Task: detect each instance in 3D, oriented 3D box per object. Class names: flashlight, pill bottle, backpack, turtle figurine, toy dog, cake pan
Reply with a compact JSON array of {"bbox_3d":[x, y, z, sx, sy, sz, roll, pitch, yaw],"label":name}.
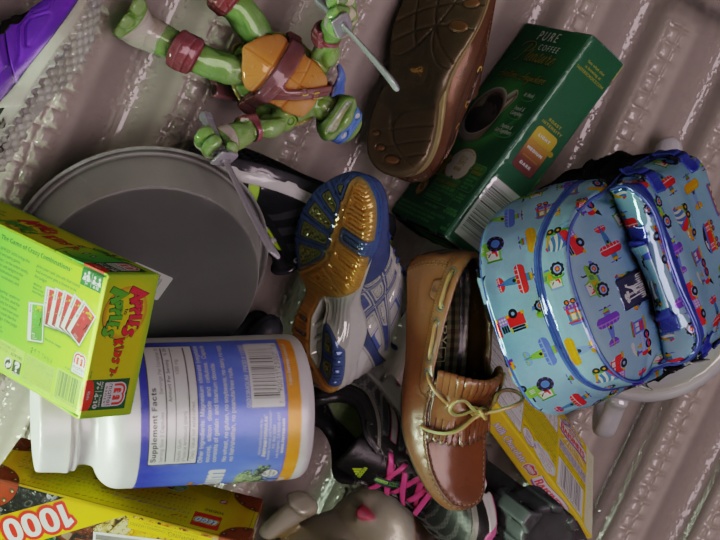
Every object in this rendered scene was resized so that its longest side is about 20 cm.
[{"bbox_3d":[0.111,0.184,1.417,0.068,0.200,0.068,-14,114,-24],"label":"flashlight"},{"bbox_3d":[-0.142,0.105,1.259,0.200,0.112,0.112,-1,107,-16],"label":"pill bottle"},{"bbox_3d":[0.185,0.011,1.289,0.200,0.134,0.183,-24,98,-50],"label":"backpack"},{"bbox_3d":[-0.075,-0.153,1.229,0.194,0.200,0.144,35,122,-9],"label":"turtle figurine"},{"bbox_3d":[-0.013,0.264,1.419,0.200,0.140,0.194,-44,130,-8],"label":"toy dog"},{"bbox_3d":[-0.164,0.001,1.274,0.200,0.037,0.200,-8,126,-11],"label":"cake pan"}]

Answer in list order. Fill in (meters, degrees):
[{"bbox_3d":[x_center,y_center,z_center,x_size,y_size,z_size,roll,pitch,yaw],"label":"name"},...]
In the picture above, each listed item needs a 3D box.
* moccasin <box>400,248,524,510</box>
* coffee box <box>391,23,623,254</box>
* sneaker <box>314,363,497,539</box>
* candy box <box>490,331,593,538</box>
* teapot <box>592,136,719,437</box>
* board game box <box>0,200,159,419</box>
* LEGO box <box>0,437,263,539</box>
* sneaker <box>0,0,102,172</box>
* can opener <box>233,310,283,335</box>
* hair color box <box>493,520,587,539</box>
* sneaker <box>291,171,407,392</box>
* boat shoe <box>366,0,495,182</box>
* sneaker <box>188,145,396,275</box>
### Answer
[{"bbox_3d":[0.078,0.085,1.302,0.074,0.078,0.202,4,89,-36],"label":"moccasin"},{"bbox_3d":[0.117,-0.106,1.371,0.044,0.123,0.200,37,86,-23],"label":"coffee box"},{"bbox_3d":[0.024,0.157,1.365,0.087,0.200,0.074,-21,153,-45],"label":"sneaker"},{"bbox_3d":[0.151,0.139,1.487,0.026,0.102,0.200,-23,122,23],"label":"candy box"},{"bbox_3d":[0.242,0.018,1.471,0.200,0.146,0.198,-32,93,8],"label":"teapot"},{"bbox_3d":[-0.231,0.021,1.187,0.048,0.200,0.102,0,107,-49],"label":"board game box"},{"bbox_3d":[-0.188,0.230,1.290,0.200,0.077,0.149,14,109,2],"label":"LEGO box"},{"bbox_3d":[-0.263,-0.147,1.194,0.099,0.070,0.200,31,71,2],"label":"sneaker"},{"bbox_3d":[-0.135,0.109,1.346,0.200,0.063,0.079,-44,120,-8],"label":"can opener"},{"bbox_3d":[0.112,0.300,1.471,0.109,0.065,0.200,-3,141,-36],"label":"hair color box"},{"bbox_3d":[0.000,0.000,1.322,0.088,0.075,0.200,-21,139,-34],"label":"sneaker"},{"bbox_3d":[0.064,-0.166,1.364,0.068,0.072,0.200,21,88,-64],"label":"boat shoe"},{"bbox_3d":[-0.057,-0.035,1.335,0.200,0.072,0.083,22,97,-31],"label":"sneaker"}]
